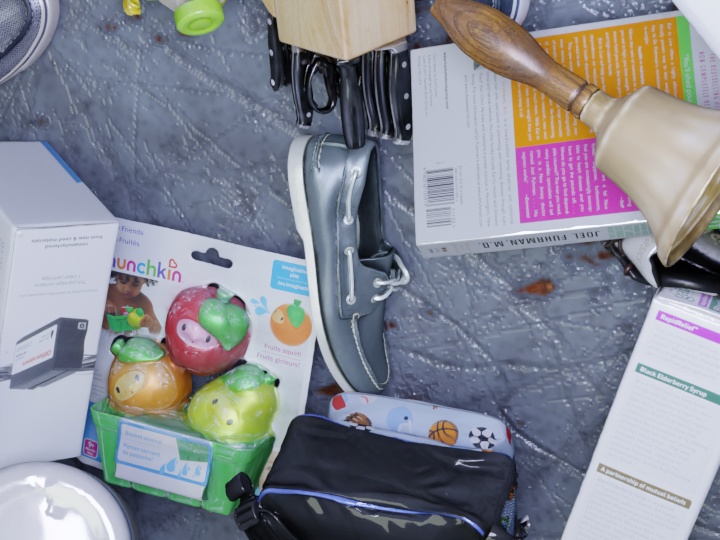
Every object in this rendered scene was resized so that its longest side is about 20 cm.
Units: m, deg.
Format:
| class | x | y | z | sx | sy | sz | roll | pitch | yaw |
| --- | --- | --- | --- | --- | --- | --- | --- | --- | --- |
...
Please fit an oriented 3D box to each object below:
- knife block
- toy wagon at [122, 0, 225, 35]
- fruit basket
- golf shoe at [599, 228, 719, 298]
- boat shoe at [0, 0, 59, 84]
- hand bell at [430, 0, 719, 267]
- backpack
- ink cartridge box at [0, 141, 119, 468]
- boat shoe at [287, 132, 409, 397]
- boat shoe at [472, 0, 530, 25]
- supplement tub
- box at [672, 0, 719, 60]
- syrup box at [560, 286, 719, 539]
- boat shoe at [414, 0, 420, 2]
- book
| class | x | y | z | sx | sy | sz | roll | pitch | yaw |
| --- | --- | --- | --- | --- | --- | --- | --- | --- | --- |
| knife block | -0.003 | -0.175 | 0.972 | 0.176 | 0.064 | 0.200 | 57 | 146 | 8 |
| toy wagon | -0.115 | -0.234 | 1.007 | 0.200 | 0.039 | 0.156 | -43 | 58 | 58 |
| fruit basket | -0.126 | 0.074 | 1.136 | 0.185 | 0.094 | 0.201 | 13 | 110 | 16 |
| golf shoe | 0.175 | -0.042 | 0.976 | 0.200 | 0.094 | 0.078 | 22 | 119 | 14 |
| boat shoe | -0.312 | -0.150 | 1.121 | 0.200 | 0.093 | 0.075 | -30 | 97 | 28 |
| hand bell | 0.122 | -0.101 | 0.873 | 0.200 | 0.104 | 0.104 | 36 | 118 | 16 |
| backpack | 0.028 | 0.187 | 1.076 | 0.199 | 0.154 | 0.191 | 12 | 133 | 21 |
| ink cartridge box | -0.256 | 0.024 | 1.135 | 0.145 | 0.084 | 0.201 | 41 | 126 | 45 |
| boat shoe | 0.000 | 0.000 | 1.069 | 0.062 | 0.073 | 0.201 | -6 | 110 | 18 |
| boat shoe | 0.035 | -0.212 | 0.888 | 0.071 | 0.091 | 0.201 | -6 | 119 | 34 |
| supplement tub | -0.230 | 0.209 | 1.135 | 0.131 | 0.200 | 0.132 | 1 | 81 | -4 |
| box | 0.277 | -0.174 | 0.827 | 0.171 | 0.200 | 0.199 | -38 | 94 | 29 |
| syrup box | 0.207 | 0.102 | 1.026 | 0.081 | 0.079 | 0.200 | 23 | 116 | 12 |
| boat shoe | 0.074 | -0.245 | 0.953 | 0.070 | 0.070 | 0.200 | 41 | 119 | 0 |
| book | 0.132 | -0.083 | 0.946 | 0.199 | 0.048 | 0.134 | -5 | 70 | 13 |
